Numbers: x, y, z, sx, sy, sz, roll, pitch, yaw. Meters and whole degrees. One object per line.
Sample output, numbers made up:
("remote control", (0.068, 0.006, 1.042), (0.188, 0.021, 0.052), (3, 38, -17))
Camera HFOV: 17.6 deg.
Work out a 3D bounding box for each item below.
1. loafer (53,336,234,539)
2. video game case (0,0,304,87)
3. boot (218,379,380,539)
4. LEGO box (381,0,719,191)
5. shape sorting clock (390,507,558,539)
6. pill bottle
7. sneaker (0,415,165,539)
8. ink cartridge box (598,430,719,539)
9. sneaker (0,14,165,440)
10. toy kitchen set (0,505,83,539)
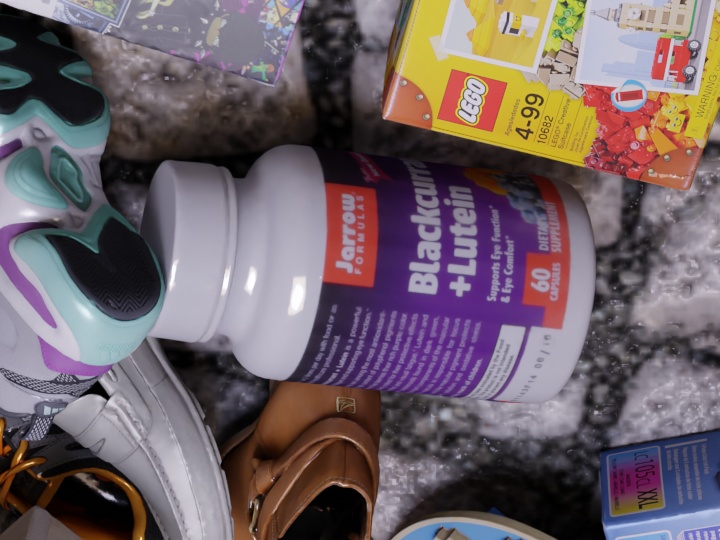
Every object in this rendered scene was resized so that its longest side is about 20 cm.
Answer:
("loafer", (-0.125, 0.063, 1.162), (0.070, 0.070, 0.200), (-26, 94, -23))
("video game case", (-0.094, -0.198, 1.054), (0.181, 0.036, 0.200), (16, 121, -6))
("boot", (-0.030, 0.133, 1.176), (0.077, 0.155, 0.200), (15, 120, -14))
("LEGO box", (0.106, -0.153, 1.044), (0.149, 0.077, 0.200), (13, 121, -4))
("shape sorting clock", (0.091, 0.209, 1.232), (0.200, 0.039, 0.200), (22, 133, 25))
("pill bottle", (0.000, 0.000, 1.098), (0.200, 0.111, 0.111), (6, 122, -17))
("sneaker", (-0.176, 0.086, 1.206), (0.200, 0.077, 0.078), (26, 121, -9))
("ink cartridge box", (0.235, 0.149, 1.218), (0.200, 0.076, 0.137), (-12, 119, 9))
("sneaker", (-0.170, -0.013, 1.093), (0.078, 0.200, 0.140), (10, 135, -35))
("toy kitchen set", (-0.153, 0.183, 1.191), (0.163, 0.200, 0.180), (41, 113, -19))
